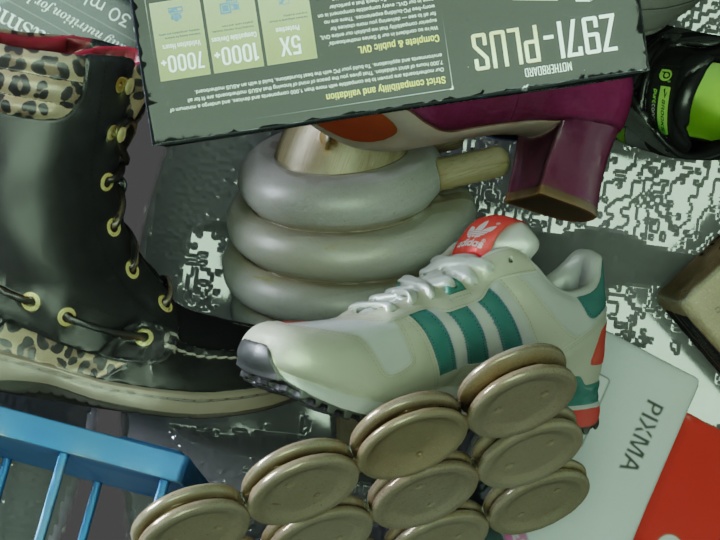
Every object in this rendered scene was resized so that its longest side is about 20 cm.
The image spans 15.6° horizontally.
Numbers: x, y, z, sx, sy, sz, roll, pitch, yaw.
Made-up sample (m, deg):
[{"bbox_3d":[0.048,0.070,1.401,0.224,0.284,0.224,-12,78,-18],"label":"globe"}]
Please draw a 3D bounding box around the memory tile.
[{"bbox_3d":[0.003,0.102,1.135,0.199,0.154,0.017,-21,59,-2],"label":"memory tile"}]

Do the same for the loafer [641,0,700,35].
[{"bbox_3d":[0.150,-0.160,1.216,0.199,0.070,0.070,-26,62,-42],"label":"loafer"}]

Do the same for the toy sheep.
[{"bbox_3d":[0.000,0.000,1.233,0.137,0.138,0.201,-5,109,-3],"label":"toy sheep"}]

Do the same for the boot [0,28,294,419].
[{"bbox_3d":[-0.109,-0.020,1.138,0.199,0.073,0.152,9,100,-13],"label":"boot"}]

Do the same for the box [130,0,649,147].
[{"bbox_3d":[0.004,-0.144,1.045,0.199,0.086,0.165,-9,93,-1],"label":"box"}]

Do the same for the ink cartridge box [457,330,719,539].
[{"bbox_3d":[0.117,0.138,1.246,0.173,0.044,0.201,27,66,-2],"label":"ink cartridge box"}]

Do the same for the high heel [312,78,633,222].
[{"bbox_3d":[0.037,-0.096,1.164,0.199,0.067,0.097,23,72,-36],"label":"high heel"}]

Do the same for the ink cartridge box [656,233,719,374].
[{"bbox_3d":[0.272,0.006,1.274,0.200,0.075,0.165,-42,95,-3],"label":"ink cartridge box"}]

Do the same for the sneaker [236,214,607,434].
[{"bbox_3d":[0.032,0.018,1.148,0.199,0.070,0.094,7,94,-38],"label":"sneaker"}]

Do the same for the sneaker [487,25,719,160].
[{"bbox_3d":[0.133,-0.091,1.257,0.198,0.083,0.071,7,92,-3],"label":"sneaker"}]

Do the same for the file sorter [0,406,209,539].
[{"bbox_3d":[-0.183,0.123,1.195,0.199,0.139,0.123,15,80,4],"label":"file sorter"}]

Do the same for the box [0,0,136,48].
[{"bbox_3d":[-0.213,-0.076,1.219,0.199,0.124,0.197,28,92,-4],"label":"box"}]
